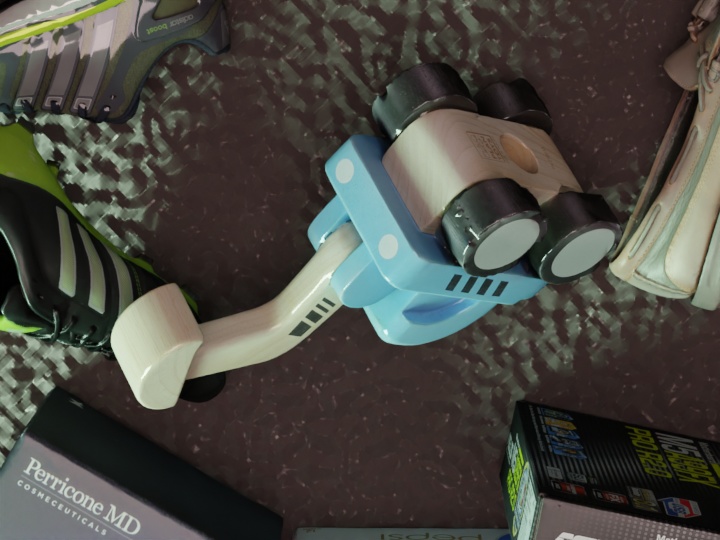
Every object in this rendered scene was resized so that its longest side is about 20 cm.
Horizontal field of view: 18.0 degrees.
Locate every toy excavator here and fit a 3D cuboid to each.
[{"bbox_3d":[0.000,0.000,1.119,0.200,0.194,0.100,-47,58,27],"label":"toy excavator"}]

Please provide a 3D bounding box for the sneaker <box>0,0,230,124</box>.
[{"bbox_3d":[-0.154,-0.101,1.140,0.199,0.074,0.081,-28,102,7],"label":"sneaker"}]

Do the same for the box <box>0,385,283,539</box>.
[{"bbox_3d":[-0.150,0.186,1.170,0.147,0.104,0.201,29,99,-4],"label":"box"}]

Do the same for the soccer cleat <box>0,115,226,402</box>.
[{"bbox_3d":[-0.146,0.011,1.133,0.200,0.067,0.081,48,56,-28],"label":"soccer cleat"}]

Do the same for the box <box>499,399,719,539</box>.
[{"bbox_3d":[0.153,0.120,1.108,0.159,0.200,0.045,11,99,-1],"label":"box"}]

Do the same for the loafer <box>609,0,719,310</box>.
[{"bbox_3d":[0.174,-0.081,1.143,0.062,0.072,0.202,12,102,6],"label":"loafer"}]

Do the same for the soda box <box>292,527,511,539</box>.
[{"bbox_3d":[0.062,0.175,1.187,0.198,0.064,0.069,0,99,1],"label":"soda box"}]
